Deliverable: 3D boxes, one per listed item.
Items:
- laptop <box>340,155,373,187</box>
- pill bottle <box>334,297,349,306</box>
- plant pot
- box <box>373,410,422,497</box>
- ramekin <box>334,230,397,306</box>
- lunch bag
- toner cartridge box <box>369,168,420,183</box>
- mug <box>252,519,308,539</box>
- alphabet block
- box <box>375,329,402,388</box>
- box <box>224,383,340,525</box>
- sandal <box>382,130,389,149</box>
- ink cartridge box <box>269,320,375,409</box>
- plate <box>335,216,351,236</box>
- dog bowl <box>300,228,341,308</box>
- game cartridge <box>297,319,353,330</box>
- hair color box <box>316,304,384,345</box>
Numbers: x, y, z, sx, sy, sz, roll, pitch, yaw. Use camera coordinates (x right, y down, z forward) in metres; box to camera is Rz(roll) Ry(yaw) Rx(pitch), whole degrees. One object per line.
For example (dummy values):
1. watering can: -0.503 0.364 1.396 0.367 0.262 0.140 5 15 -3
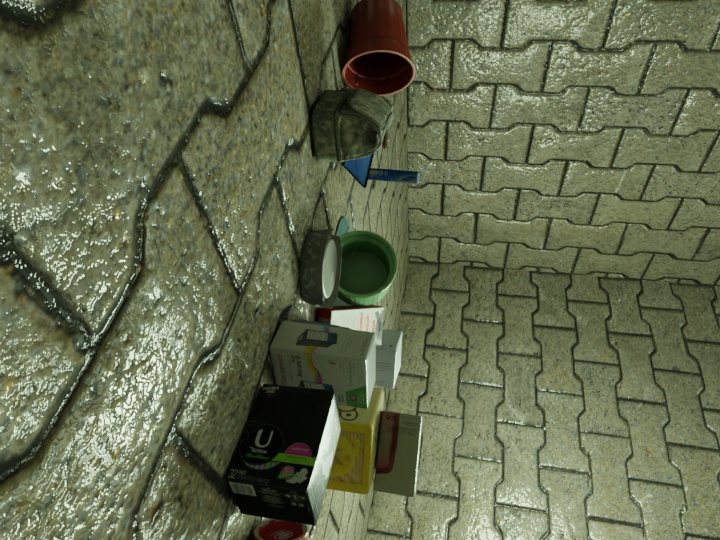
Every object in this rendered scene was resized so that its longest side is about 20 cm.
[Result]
1. laptop: 0.007 -0.378 1.507 0.200 0.103 0.178 115 -11 -53
2. pill bottle: -0.018 0.119 1.597 0.200 0.113 0.114 42 54 -79
3. plant pot: 0.047 -0.625 1.439 0.201 0.200 0.196 61 27 -73
4. box: 0.102 0.485 1.382 0.128 0.108 0.201 71 26 -68
5. ramekin: 0.000 0.000 1.427 0.098 0.199 0.201 91 8 -64
6. lunch bag: -0.013 -0.349 1.239 0.200 0.167 0.140 -72 164 -55
7. toner cartridge box: 0.108 -0.337 1.845 0.095 0.199 0.043 -45 140 -74
8. mug: -0.159 0.604 0.992 0.178 0.133 0.201 10 82 -82
9. alphabet block: -0.049 0.424 1.348 0.200 0.194 0.197 -49 141 -72
10. box: 0.027 0.273 1.680 0.200 0.198 0.131 -45 139 -75
11. box: -0.131 0.327 0.946 0.200 0.148 0.125 -73 163 -49
12. sandal: 0.055 -0.528 1.890 0.079 0.059 0.208 112 -33 -66
13. ink cartridge box: -0.074 0.193 1.068 0.088 0.199 0.146 -66 160 -52
14. plate: -0.048 -0.063 1.592 0.200 0.025 0.201 6 90 -81
15. dog bowl: -0.094 -0.006 1.258 0.200 0.058 0.201 6 90 -80
16. game cartridge: -0.076 0.146 1.215 0.200 0.133 0.041 49 54 -75
17. hair color box: -0.027 0.153 1.420 0.199 0.064 0.112 1 95 -43
